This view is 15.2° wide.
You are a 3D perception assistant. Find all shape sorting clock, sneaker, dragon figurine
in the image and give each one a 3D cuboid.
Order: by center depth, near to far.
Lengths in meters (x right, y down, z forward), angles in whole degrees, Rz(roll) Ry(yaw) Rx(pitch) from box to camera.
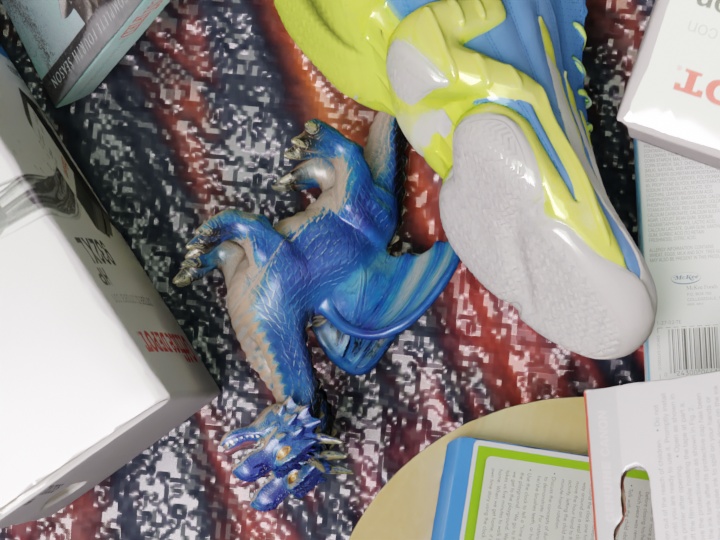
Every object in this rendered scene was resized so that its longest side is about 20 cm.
[{"bbox_3d":[0.086,0.134,0.921,0.198,0.039,0.201,0,58,-1],"label":"shape sorting clock"},{"bbox_3d":[0.061,-0.068,0.971,0.105,0.076,0.200,-33,79,-27],"label":"sneaker"},{"bbox_3d":[0.000,0.000,0.999,0.099,0.059,0.200,43,63,5],"label":"dragon figurine"}]

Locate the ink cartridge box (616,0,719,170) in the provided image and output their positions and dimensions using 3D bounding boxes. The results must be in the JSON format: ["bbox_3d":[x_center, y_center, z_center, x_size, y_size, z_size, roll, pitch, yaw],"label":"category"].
[{"bbox_3d":[0.187,-0.119,0.924,0.146,0.083,0.201,19,94,6],"label":"ink cartridge box"}]

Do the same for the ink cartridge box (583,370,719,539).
[{"bbox_3d":[0.176,0.079,0.857,0.199,0.050,0.110,-9,70,19],"label":"ink cartridge box"}]

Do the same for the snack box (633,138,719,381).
[{"bbox_3d":[0.201,-0.012,0.988,0.198,0.037,0.117,-2,73,5],"label":"snack box"}]

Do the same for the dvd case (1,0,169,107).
[{"bbox_3d":[-0.130,-0.172,0.986,0.022,0.146,0.201,-26,87,-25],"label":"dvd case"}]

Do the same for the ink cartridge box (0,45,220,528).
[{"bbox_3d":[-0.143,-0.015,0.976,0.083,0.145,0.201,-33,86,2],"label":"ink cartridge box"}]
